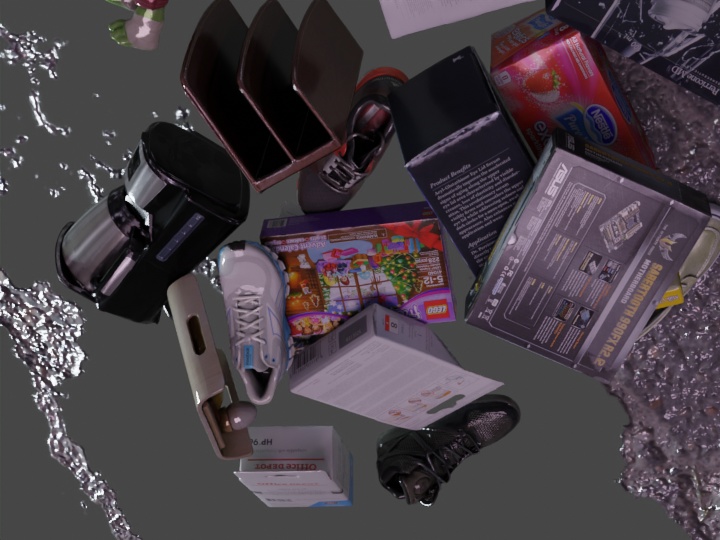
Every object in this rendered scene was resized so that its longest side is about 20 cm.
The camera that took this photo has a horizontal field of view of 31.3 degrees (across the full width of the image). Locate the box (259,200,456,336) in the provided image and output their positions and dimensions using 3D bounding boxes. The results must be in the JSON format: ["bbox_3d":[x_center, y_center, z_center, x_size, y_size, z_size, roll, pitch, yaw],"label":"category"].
[{"bbox_3d":[0.000,0.000,1.410,0.197,0.039,0.138,-6,124,11],"label":"box"}]

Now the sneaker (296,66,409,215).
[{"bbox_3d":[-0.016,-0.123,1.356,0.076,0.082,0.201,25,124,-10],"label":"sneaker"}]

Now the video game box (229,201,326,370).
[{"bbox_3d":[-0.039,0.038,1.493,0.180,0.047,0.201,21,124,-5],"label":"video game box"}]

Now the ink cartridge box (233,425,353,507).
[{"bbox_3d":[-0.078,0.235,1.559,0.114,0.069,0.200,-2,159,8],"label":"ink cartridge box"}]

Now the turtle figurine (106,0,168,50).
[{"bbox_3d":[-0.215,-0.320,1.214,0.144,0.199,0.195,45,130,18],"label":"turtle figurine"}]

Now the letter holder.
[{"bbox_3d":[-0.084,-0.200,1.240,0.100,0.201,0.143,-26,118,23],"label":"letter holder"}]

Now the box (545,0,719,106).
[{"bbox_3d":[0.300,-0.287,1.190,0.198,0.105,0.183,25,125,-10],"label":"box"}]

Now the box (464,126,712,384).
[{"bbox_3d":[0.206,-0.011,1.188,0.157,0.049,0.202,22,119,-6],"label":"box"}]

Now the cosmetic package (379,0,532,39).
[{"bbox_3d":[0.072,-0.337,1.217,0.149,0.052,0.202,-11,122,17],"label":"cosmetic package"}]

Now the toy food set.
[{"bbox_3d":[-0.159,0.110,1.427,0.060,0.145,0.201,-16,152,-6],"label":"toy food set"}]

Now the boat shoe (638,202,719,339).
[{"bbox_3d":[0.337,0.013,1.416,0.071,0.062,0.201,28,122,-12],"label":"boat shoe"}]

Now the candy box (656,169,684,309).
[{"bbox_3d":[0.269,-0.027,1.314,0.101,0.201,0.027,-13,126,16],"label":"candy box"}]

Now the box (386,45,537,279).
[{"bbox_3d":[0.122,-0.092,1.262,0.103,0.149,0.201,-28,121,12],"label":"box"}]

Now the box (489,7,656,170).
[{"bbox_3d":[0.216,-0.159,1.293,0.099,0.096,0.201,-23,119,20],"label":"box"}]

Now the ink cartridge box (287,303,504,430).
[{"bbox_3d":[0.041,0.115,1.473,0.198,0.051,0.162,19,142,-35],"label":"ink cartridge box"}]

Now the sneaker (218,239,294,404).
[{"bbox_3d":[-0.112,0.061,1.388,0.074,0.087,0.202,-4,127,11],"label":"sneaker"}]

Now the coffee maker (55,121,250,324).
[{"bbox_3d":[-0.209,-0.047,1.420,0.191,0.136,0.200,12,136,-46],"label":"coffee maker"}]

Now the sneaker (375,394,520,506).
[{"bbox_3d":[0.107,0.224,1.561,0.197,0.115,0.077,-22,121,18],"label":"sneaker"}]
